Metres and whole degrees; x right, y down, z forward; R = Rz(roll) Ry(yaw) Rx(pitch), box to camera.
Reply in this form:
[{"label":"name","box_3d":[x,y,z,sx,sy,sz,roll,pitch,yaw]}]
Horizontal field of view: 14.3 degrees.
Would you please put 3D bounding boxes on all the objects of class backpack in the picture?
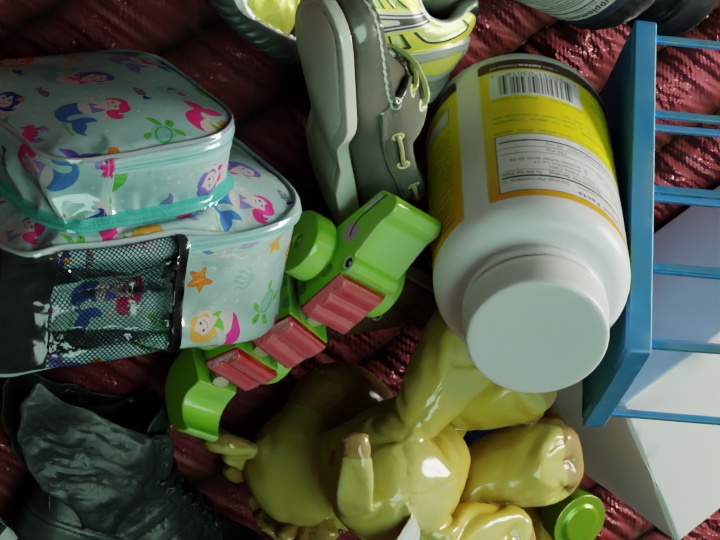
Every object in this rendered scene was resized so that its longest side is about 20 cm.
[{"label":"backpack","box_3d":[-0.134,-0.031,1.509,0.199,0.177,0.151,-1,115,-36]}]

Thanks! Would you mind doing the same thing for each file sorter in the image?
[{"label":"file sorter","box_3d":[0.201,-0.020,1.665,0.122,0.139,0.201,5,70,-4]}]

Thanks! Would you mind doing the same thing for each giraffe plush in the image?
[{"label":"giraffe plush","box_3d":[0.007,0.113,1.678,0.200,0.162,0.173,-41,120,-34]}]

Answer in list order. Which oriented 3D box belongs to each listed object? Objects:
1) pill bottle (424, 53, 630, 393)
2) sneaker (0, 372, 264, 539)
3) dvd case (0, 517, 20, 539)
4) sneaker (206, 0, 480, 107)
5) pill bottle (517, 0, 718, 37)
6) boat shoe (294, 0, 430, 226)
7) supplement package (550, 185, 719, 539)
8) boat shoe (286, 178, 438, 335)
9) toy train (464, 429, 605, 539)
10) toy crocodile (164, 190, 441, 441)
[{"label":"pill bottle","box_3d":[0.092,-0.025,1.599,0.109,0.200,0.110,0,128,0]},{"label":"sneaker","box_3d":[-0.124,0.119,1.649,0.199,0.060,0.105,13,107,-32]},{"label":"dvd case","box_3d":[-0.296,0.154,1.583,0.149,0.016,0.200,-50,126,-6]},{"label":"sneaker","box_3d":[-0.016,-0.154,1.587,0.199,0.075,0.077,16,118,-46]},{"label":"pill bottle","box_3d":[0.114,-0.203,1.631,0.199,0.112,0.112,18,100,-36]},{"label":"boat shoe","box_3d":[0.004,-0.092,1.547,0.060,0.072,0.202,-19,152,-8]},{"label":"supplement package","box_3d":[0.223,0.047,1.800,0.200,0.120,0.122,-35,126,-15]},{"label":"boat shoe","box_3d":[0.000,0.000,1.679,0.199,0.072,0.068,18,122,-32]},{"label":"toy train","box_3d":[0.107,0.130,1.765,0.084,0.116,0.201,-12,116,-28]},{"label":"toy crocodile","box_3d":[-0.037,0.023,1.593,0.200,0.062,0.067,-35,132,27]}]
